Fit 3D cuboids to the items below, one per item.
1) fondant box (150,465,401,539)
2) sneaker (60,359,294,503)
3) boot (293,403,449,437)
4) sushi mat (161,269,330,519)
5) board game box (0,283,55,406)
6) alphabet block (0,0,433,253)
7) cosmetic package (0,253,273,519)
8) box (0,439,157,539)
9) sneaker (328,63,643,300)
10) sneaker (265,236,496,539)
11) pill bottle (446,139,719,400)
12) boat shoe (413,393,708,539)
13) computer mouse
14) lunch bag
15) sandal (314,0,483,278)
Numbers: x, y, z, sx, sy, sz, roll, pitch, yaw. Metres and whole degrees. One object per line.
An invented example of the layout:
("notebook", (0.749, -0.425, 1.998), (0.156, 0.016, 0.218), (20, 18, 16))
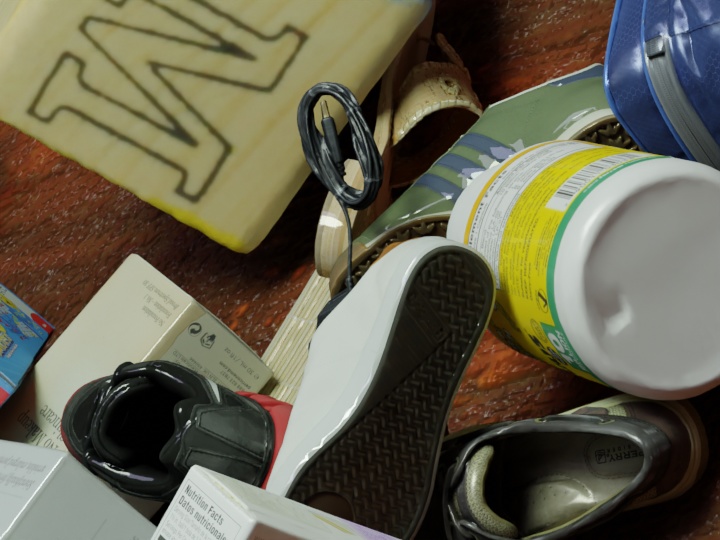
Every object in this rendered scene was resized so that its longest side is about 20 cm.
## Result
("fondant box", (-0.059, 0.203, 1.359), (0.058, 0.144, 0.201), (38, 100, 48))
("sneaker", (-0.108, 0.079, 1.522), (0.200, 0.098, 0.071), (10, 81, 55))
("boot", (-0.030, 0.133, 1.537), (0.200, 0.075, 0.074), (-50, 44, 18))
("sushi mat", (-0.031, 0.064, 1.652), (0.095, 0.012, 0.200), (6, 57, 50))
("board game box", (-0.269, 0.106, 1.724), (0.200, 0.056, 0.196), (-49, 5, 6))
("alphabet block", (-0.086, -0.167, 1.725), (0.200, 0.196, 0.196), (-53, 14, 26))
("cosmetic package", (-0.152, 0.098, 1.679), (0.200, 0.073, 0.103), (-49, 29, -5))
("box", (-0.182, 0.199, 1.466), (0.200, 0.131, 0.199), (-53, 18, -13))
("sneaker", (0.071, -0.043, 1.621), (0.200, 0.067, 0.090), (-31, 29, 17))
("sneaker", (-0.001, 0.077, 1.443), (0.201, 0.073, 0.085), (-62, 22, -5))
("pill bottle", (0.114, -0.005, 1.465), (0.113, 0.113, 0.200), (-49, 19, -8))
("boat shoe", (0.067, 0.104, 1.437), (0.199, 0.065, 0.074), (-25, 78, 27))
("computer mouse", (0.000, 0.000, 1.579), (0.058, 0.034, 0.201), (-6, 90, 35))
("lunch bag", (0.202, -0.131, 1.506), (0.132, 0.136, 0.201), (-17, 41, 34))
("sandal", (0.039, -0.074, 1.696), (0.069, 0.078, 0.212), (12, 53, 14))
